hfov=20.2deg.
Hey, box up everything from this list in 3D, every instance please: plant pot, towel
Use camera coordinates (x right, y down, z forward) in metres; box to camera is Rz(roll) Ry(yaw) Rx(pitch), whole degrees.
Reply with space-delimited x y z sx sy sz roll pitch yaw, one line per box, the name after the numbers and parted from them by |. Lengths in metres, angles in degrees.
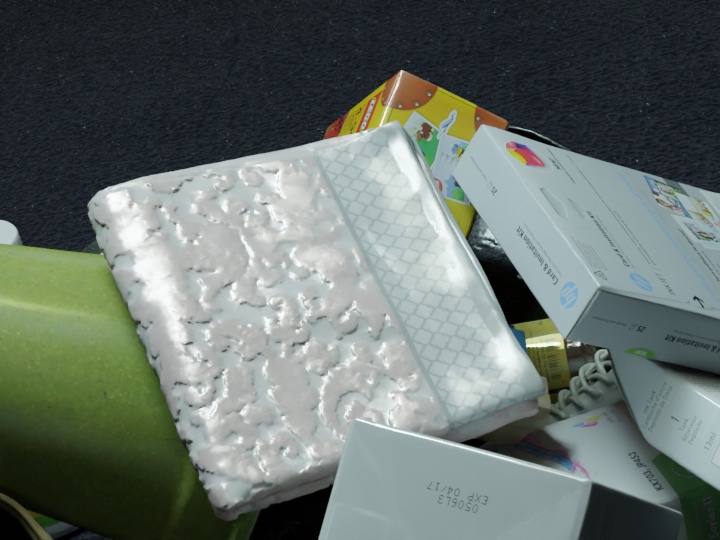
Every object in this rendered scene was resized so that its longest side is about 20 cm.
-0.152 0.066 1.137 0.184 0.200 0.200 14 21 -13 | plant pot
-0.024 0.018 1.073 0.191 0.032 0.200 -16 60 -18 | towel

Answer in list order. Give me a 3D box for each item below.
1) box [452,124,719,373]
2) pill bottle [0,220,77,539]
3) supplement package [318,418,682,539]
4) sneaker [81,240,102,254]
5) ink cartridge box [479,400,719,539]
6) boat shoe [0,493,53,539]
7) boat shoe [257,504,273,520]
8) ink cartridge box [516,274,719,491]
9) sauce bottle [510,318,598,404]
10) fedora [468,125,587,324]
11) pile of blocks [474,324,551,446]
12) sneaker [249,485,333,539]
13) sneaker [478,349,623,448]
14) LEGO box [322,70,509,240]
0.168 -0.005 1.148 0.200 0.041 0.156 14 30 -34 | box
-0.238 0.072 1.337 0.111 0.200 0.111 -11 25 5 | pill bottle
0.068 0.152 0.981 0.121 0.120 0.200 13 -5 23 | supplement package
-0.151 0.026 1.386 0.080 0.074 0.200 -31 31 -26 | sneaker
0.109 0.148 1.162 0.200 0.067 0.117 -18 26 -9 | ink cartridge box
-0.162 0.204 1.066 0.074 0.066 0.200 -28 71 -38 | boat shoe
-0.077 0.133 1.282 0.068 0.072 0.200 -12 28 1 | boat shoe
0.198 0.070 1.159 0.200 0.050 0.161 32 17 38 | ink cartridge box
0.061 0.074 1.343 0.200 0.065 0.065 -9 26 7 | sauce bottle
0.097 -0.010 1.391 0.200 0.201 0.092 5 47 34 | fedora
0.048 0.052 1.222 0.062 0.082 0.200 12 0 -21 | pile of blocks
-0.031 0.171 1.108 0.076 0.116 0.200 32 47 -1 | sneaker
0.155 0.084 1.266 0.200 0.071 0.073 -21 26 -15 | sneaker
0.000 0.000 1.217 0.200 0.077 0.149 -70 13 -16 | LEGO box
